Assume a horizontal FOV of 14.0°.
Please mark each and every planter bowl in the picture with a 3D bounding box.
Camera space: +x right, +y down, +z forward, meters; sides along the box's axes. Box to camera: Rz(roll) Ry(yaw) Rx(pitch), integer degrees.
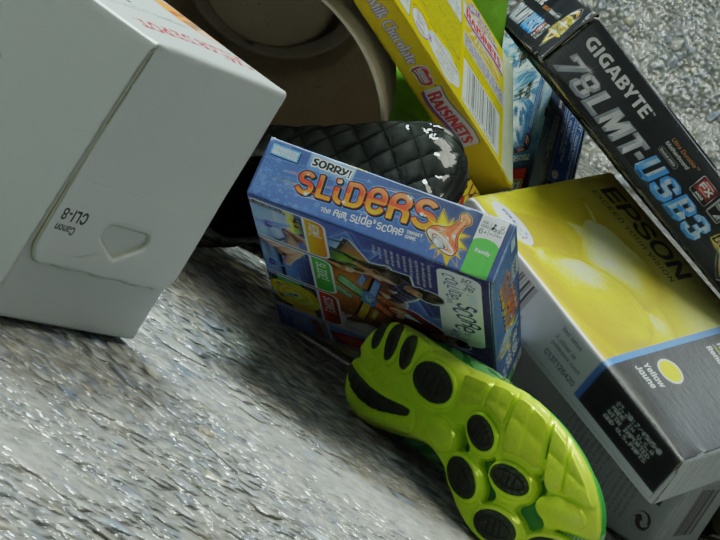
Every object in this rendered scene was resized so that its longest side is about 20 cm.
[{"bbox_3d":[-0.066,-0.134,1.665,0.200,0.200,0.135,32,39,-7],"label":"planter bowl"}]

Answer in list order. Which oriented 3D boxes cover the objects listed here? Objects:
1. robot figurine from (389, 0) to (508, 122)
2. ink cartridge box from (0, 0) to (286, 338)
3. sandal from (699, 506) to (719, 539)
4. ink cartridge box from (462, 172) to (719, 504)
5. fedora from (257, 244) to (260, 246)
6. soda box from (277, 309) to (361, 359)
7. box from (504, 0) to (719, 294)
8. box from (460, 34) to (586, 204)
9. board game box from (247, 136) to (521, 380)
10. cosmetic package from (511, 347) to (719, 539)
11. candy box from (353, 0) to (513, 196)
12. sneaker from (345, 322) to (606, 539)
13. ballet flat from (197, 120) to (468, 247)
[{"bbox_3d":[0.028,-0.135,1.792,0.115,0.201,0.175,-2,24,-22],"label":"robot figurine"},{"bbox_3d":[-0.166,-0.085,1.347,0.200,0.145,0.145,38,9,22],"label":"ink cartridge box"},{"bbox_3d":[0.231,0.144,1.805,0.200,0.080,0.057,20,28,-13],"label":"sandal"},{"bbox_3d":[0.169,0.029,1.677,0.200,0.047,0.198,-14,58,-49],"label":"ink cartridge box"},{"bbox_3d":[-0.101,-0.100,1.839,0.200,0.090,0.177,32,9,-11],"label":"fedora"},{"bbox_3d":[0.000,0.000,1.751,0.068,0.064,0.200,32,9,-3],"label":"soda box"},{"bbox_3d":[0.169,-0.076,1.747,0.200,0.050,0.199,50,3,-10],"label":"box"},{"bbox_3d":[0.067,-0.081,1.918,0.040,0.138,0.200,28,-22,-33],"label":"box"},{"bbox_3d":[0.016,0.004,1.541,0.135,0.035,0.200,20,-18,10],"label":"board game box"},{"bbox_3d":[0.122,0.080,1.729,0.200,0.071,0.101,36,9,18],"label":"cosmetic package"},{"bbox_3d":[0.035,-0.142,1.632,0.200,0.026,0.103,55,25,-39],"label":"candy box"},{"bbox_3d":[0.072,0.087,1.501,0.083,0.074,0.200,21,15,-40],"label":"sneaker"},{"bbox_3d":[-0.036,-0.044,1.600,0.067,0.199,0.057,66,29,-29],"label":"ballet flat"}]
